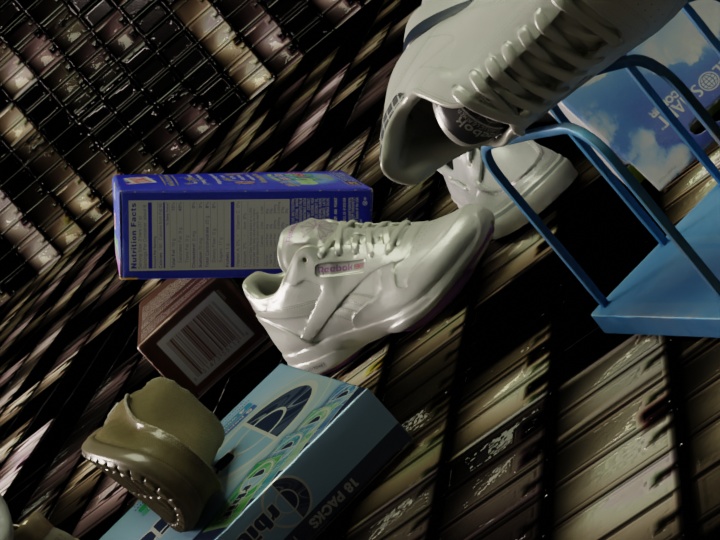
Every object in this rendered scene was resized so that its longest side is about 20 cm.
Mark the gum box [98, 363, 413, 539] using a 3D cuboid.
[{"bbox_3d":[-0.070,0.134,1.023,0.170,0.045,0.200,-44,13,-11],"label":"gum box"}]

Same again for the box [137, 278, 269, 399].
[{"bbox_3d":[-0.138,0.040,1.520,0.100,0.075,0.200,-41,13,2],"label":"box"}]

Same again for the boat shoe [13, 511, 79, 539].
[{"bbox_3d":[-0.268,0.218,1.302,0.072,0.065,0.200,-49,14,-32],"label":"boat shoe"}]

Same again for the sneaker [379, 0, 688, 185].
[{"bbox_3d":[0.080,-0.100,0.760,0.200,0.076,0.081,-34,25,51],"label":"sneaker"}]

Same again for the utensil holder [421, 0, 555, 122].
[{"bbox_3d":[0.142,-0.186,1.223,0.170,0.170,0.200,-43,9,-8],"label":"utensil holder"}]

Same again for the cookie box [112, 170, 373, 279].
[{"bbox_3d":[-0.101,-0.039,1.417,0.200,0.075,0.171,-1,8,-9],"label":"cookie box"}]

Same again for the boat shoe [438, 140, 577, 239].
[{"bbox_3d":[0.092,-0.074,1.199,0.072,0.069,0.200,-41,11,2],"label":"boat shoe"}]

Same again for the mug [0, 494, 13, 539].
[{"bbox_3d":[-0.312,0.234,1.182,0.175,0.147,0.200,-50,48,25],"label":"mug"}]

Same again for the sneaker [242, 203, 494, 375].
[{"bbox_3d":[0.000,0.000,1.153,0.200,0.100,0.075,-32,13,34],"label":"sneaker"}]

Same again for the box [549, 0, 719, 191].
[{"bbox_3d":[0.154,-0.145,1.055,0.122,0.200,0.048,-42,-20,-4],"label":"box"}]

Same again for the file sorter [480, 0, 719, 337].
[{"bbox_3d":[0.175,-0.080,0.822,0.200,0.123,0.139,-45,11,-14],"label":"file sorter"}]

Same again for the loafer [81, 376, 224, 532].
[{"bbox_3d":[-0.117,0.099,1.003,0.067,0.076,0.200,-51,14,-10],"label":"loafer"}]
